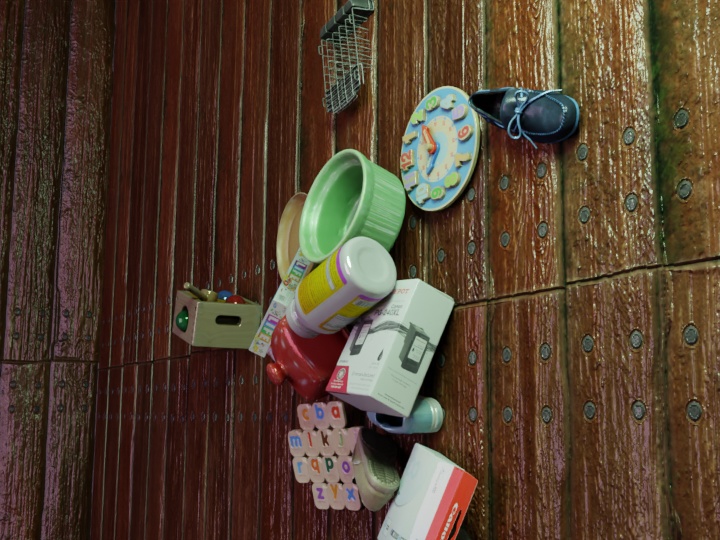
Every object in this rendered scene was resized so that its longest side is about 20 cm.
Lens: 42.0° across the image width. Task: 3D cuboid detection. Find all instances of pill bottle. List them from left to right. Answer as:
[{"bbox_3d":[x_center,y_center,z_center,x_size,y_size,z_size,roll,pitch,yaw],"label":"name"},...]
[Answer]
[{"bbox_3d":[-0.038,0.035,1.506,0.200,0.104,0.105,-38,53,42],"label":"pill bottle"}]

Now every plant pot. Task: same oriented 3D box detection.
[{"bbox_3d":[-0.122,-0.060,1.941,0.200,0.027,0.202,-15,73,60],"label":"plant pot"}]

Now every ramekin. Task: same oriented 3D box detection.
[{"bbox_3d":[-0.012,-0.094,1.585,0.200,0.097,0.201,-37,43,44],"label":"ramekin"}]

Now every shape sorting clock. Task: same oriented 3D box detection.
[{"bbox_3d":[0.123,-0.196,1.508,0.200,0.039,0.202,-15,72,60],"label":"shape sorting clock"}]

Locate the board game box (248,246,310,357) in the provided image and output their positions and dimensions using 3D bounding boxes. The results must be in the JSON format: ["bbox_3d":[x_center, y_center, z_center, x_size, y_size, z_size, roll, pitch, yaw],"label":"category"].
[{"bbox_3d":[-0.148,0.056,1.803,0.135,0.034,0.200,-61,4,34],"label":"board game box"}]

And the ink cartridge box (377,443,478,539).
[{"bbox_3d":[0.094,0.351,1.365,0.161,0.047,0.200,-67,10,-5],"label":"ink cartridge box"}]

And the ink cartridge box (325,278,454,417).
[{"bbox_3d":[0.047,0.118,1.474,0.145,0.083,0.201,-7,56,60],"label":"ink cartridge box"}]

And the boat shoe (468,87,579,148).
[{"bbox_3d":[0.219,-0.214,1.305,0.200,0.068,0.085,17,100,61],"label":"boat shoe"}]

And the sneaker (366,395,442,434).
[{"bbox_3d":[0.049,0.227,1.528,0.200,0.081,0.075,-14,73,60],"label":"sneaker"}]

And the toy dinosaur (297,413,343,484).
[{"bbox_3d":[-0.061,0.312,1.759,0.200,0.060,0.107,-130,24,-52],"label":"toy dinosaur"}]

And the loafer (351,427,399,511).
[{"bbox_3d":[0.018,0.319,1.520,0.069,0.075,0.200,-63,7,13],"label":"loafer"}]

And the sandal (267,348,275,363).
[{"bbox_3d":[-0.123,0.173,1.852,0.206,0.079,0.060,-20,65,56],"label":"sandal"}]

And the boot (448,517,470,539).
[{"bbox_3d":[0.123,0.473,1.369,0.131,0.067,0.201,56,132,48],"label":"boot"}]

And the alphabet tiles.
[{"bbox_3d":[-0.054,0.334,1.695,0.199,0.015,0.197,-12,89,44],"label":"alphabet tiles"}]

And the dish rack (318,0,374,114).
[{"bbox_3d":[-0.026,-0.406,1.800,0.153,0.054,0.202,-28,63,58],"label":"dish rack"}]

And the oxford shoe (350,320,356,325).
[{"bbox_3d":[0.000,0.000,1.660,0.070,0.074,0.202,-20,68,59],"label":"oxford shoe"}]

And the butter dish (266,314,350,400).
[{"bbox_3d":[-0.098,0.153,1.660,0.200,0.147,0.200,56,156,15],"label":"butter dish"}]

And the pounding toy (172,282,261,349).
[{"bbox_3d":[-0.341,0.092,2.133,0.184,0.199,0.143,17,100,60],"label":"pounding toy"}]
